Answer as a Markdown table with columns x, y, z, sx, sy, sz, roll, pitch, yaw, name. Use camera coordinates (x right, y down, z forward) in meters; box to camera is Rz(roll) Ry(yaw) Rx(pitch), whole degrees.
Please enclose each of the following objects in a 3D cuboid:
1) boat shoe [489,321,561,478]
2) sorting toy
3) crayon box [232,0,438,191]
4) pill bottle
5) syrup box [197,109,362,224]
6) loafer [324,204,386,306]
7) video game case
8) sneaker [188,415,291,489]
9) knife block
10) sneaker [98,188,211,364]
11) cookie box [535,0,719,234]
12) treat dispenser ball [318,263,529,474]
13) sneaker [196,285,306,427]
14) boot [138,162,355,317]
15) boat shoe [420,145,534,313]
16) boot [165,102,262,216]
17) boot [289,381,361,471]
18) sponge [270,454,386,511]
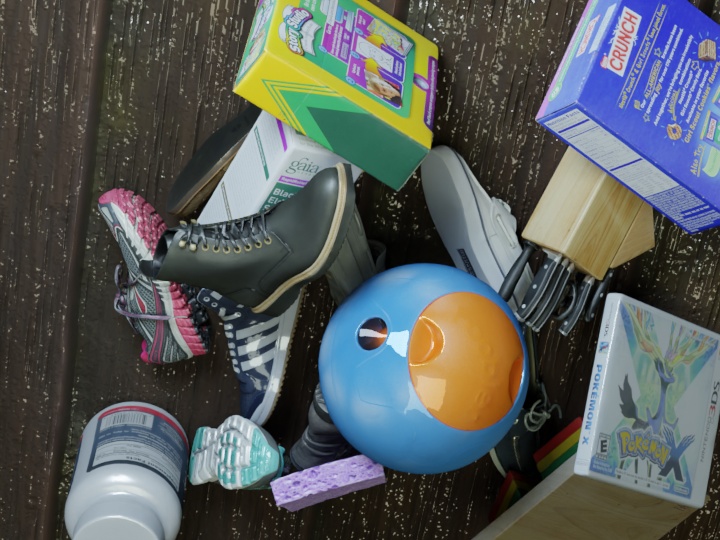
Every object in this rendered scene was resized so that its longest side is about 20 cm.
| x | y | z | sx | sy | sz | roll | pitch | yaw | name |
| --- | --- | --- | --- | --- | --- | --- | --- | --- | --- |
| 0.169 | 0.135 | 1.709 | 0.062 | 0.075 | 0.200 | 2 | 111 | 29 | boat shoe |
| 0.231 | 0.250 | 1.732 | 0.200 | 0.070 | 0.199 | 24 | 123 | -40 | sorting toy |
| -0.017 | -0.184 | 1.478 | 0.172 | 0.200 | 0.058 | 30 | 122 | -15 | crayon box |
| -0.241 | 0.234 | 1.673 | 0.119 | 0.200 | 0.120 | -1 | 116 | -1 | pill bottle |
| -0.078 | -0.072 | 1.533 | 0.079 | 0.081 | 0.200 | 9 | 138 | -29 | syrup box |
| 0.000 | 0.000 | 1.639 | 0.070 | 0.070 | 0.200 | -37 | 131 | -12 | loafer |
| 0.300 | 0.135 | 1.645 | 0.200 | 0.022 | 0.182 | 20 | 78 | -41 | video game case |
| -0.109 | 0.193 | 1.685 | 0.091 | 0.200 | 0.078 | 11 | 82 | -21 | sneaker |
| 0.203 | -0.044 | 1.585 | 0.175 | 0.064 | 0.200 | -24 | 121 | -30 | knife block |
| -0.218 | 0.011 | 1.634 | 0.075 | 0.081 | 0.200 | -17 | 116 | 8 | sneaker |
| 0.285 | -0.160 | 1.522 | 0.200 | 0.075 | 0.171 | 34 | 65 | -17 | cookie box |
| 0.060 | 0.093 | 1.551 | 0.201 | 0.201 | 0.201 | -1 | 116 | -2 | treat dispenser ball |
| -0.125 | 0.062 | 1.666 | 0.108 | 0.070 | 0.200 | 11 | 108 | -12 | sneaker |
| -0.101 | -0.032 | 1.452 | 0.138 | 0.078 | 0.200 | 14 | 136 | -23 | boot |
| 0.126 | -0.040 | 1.631 | 0.066 | 0.072 | 0.200 | -30 | 100 | -24 | boat shoe |
| -0.107 | -0.112 | 1.588 | 0.200 | 0.074 | 0.075 | -42 | 120 | 14 | boot |
| 0.023 | 0.143 | 1.713 | 0.200 | 0.070 | 0.132 | -10 | 148 | -23 | boot |
| -0.030 | 0.218 | 1.682 | 0.111 | 0.200 | 0.030 | -16 | 81 | -1 | sponge |
